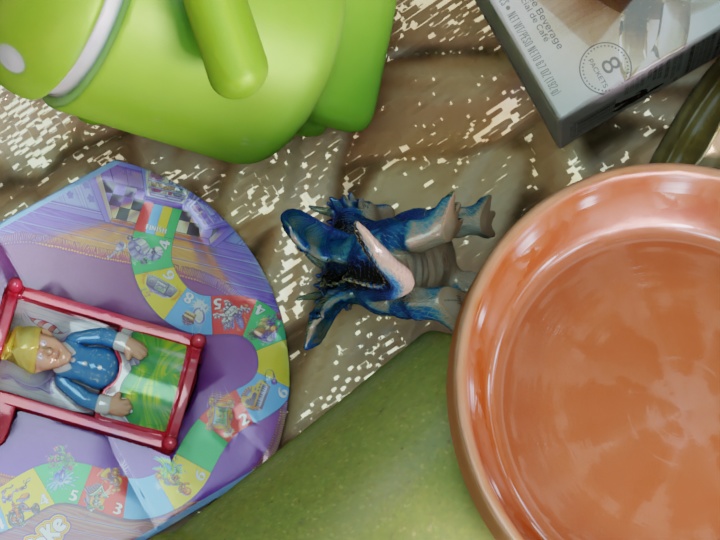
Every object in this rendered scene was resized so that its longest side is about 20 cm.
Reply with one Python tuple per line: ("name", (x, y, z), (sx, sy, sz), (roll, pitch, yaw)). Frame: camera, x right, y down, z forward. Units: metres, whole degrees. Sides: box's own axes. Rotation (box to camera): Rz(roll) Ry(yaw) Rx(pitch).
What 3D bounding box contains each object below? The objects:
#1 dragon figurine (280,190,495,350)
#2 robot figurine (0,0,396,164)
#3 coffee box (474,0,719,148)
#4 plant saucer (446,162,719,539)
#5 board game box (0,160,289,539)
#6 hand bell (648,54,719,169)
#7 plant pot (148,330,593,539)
("dragon figurine", (0.000, 0.000, 1.040), (0.099, 0.200, 0.059), (-7, 96, 18))
("robot figurine", (-0.086, -0.116, 1.076), (0.199, 0.175, 0.116), (16, 84, -27))
("coffee box", (0.147, -0.157, 1.102), (0.199, 0.080, 0.113), (-30, 82, 1))
("plant saucer", (0.130, 0.055, 0.994), (0.199, 0.032, 0.201), (4, 70, -12))
("board game box", (-0.127, 0.047, 1.101), (0.199, 0.039, 0.159), (-29, 87, -11))
("hand bell", (0.226, -0.007, 1.090), (0.199, 0.104, 0.104), (31, 87, -5))
("plant pot", (0.014, 0.133, 1.041), (0.200, 0.200, 0.184), (43, 78, 7))
